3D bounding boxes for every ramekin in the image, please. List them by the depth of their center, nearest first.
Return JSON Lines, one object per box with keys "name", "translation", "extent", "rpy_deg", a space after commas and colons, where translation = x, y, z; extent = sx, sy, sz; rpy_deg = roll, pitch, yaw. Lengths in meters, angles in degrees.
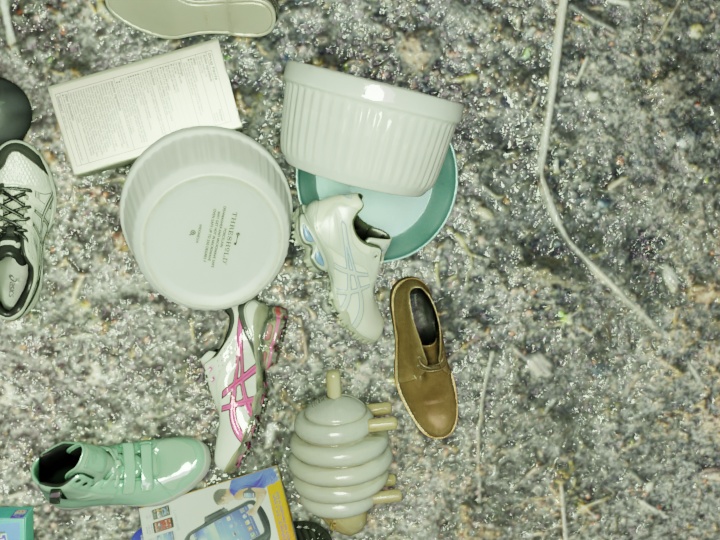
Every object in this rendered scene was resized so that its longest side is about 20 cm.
{"name": "ramekin", "translation": [0.006, -0.151, 1.007], "extent": [0.196, 0.200, 0.107], "rpy_deg": [12, 102, -8]}
{"name": "ramekin", "translation": [-0.167, -0.050, 1.039], "extent": [0.198, 0.095, 0.206], "rpy_deg": [-6, 117, -11]}

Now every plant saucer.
{"name": "plant saucer", "translation": [0.019, -0.112, 1.123], "extent": [0.195, 0.036, 0.205], "rpy_deg": [0, 93, -7]}

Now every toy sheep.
{"name": "toy sheep", "translation": [-0.021, 0.213, 1.095], "extent": [0.135, 0.138, 0.205], "rpy_deg": [-5, 98, -7]}

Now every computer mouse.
{"name": "computer mouse", "translation": [-0.468, -0.154, 1.049], "extent": [0.196, 0.053, 0.141], "rpy_deg": [-22, 96, -5]}

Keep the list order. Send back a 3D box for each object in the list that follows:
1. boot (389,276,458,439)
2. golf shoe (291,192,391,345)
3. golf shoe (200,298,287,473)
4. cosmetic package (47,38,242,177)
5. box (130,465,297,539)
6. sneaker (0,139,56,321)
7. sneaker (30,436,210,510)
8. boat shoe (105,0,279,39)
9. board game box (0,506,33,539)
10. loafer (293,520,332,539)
{"name": "boot", "translation": [0.078, 0.111, 1.127], "extent": [0.072, 0.075, 0.204], "rpy_deg": [-14, 97, -8]}
{"name": "golf shoe", "translation": [0.000, 0.000, 1.075], "extent": [0.096, 0.079, 0.202], "rpy_deg": [-22, 126, 9]}
{"name": "golf shoe", "translation": [-0.148, 0.133, 1.104], "extent": [0.090, 0.073, 0.204], "rpy_deg": [13, 82, -2]}
{"name": "cosmetic package", "translation": [-0.241, -0.183, 1.066], "extent": [0.196, 0.073, 0.106], "rpy_deg": [-16, 96, -6]}
{"name": "box", "translation": [-0.175, 0.318, 1.097], "extent": [0.196, 0.042, 0.121], "rpy_deg": [-16, 61, -7]}
{"name": "sneaker", "translation": [-0.381, -0.042, 1.044], "extent": [0.074, 0.088, 0.205], "rpy_deg": [1, 97, -14]}
{"name": "sneaker", "translation": [-0.271, 0.226, 1.061], "extent": [0.196, 0.119, 0.075], "rpy_deg": [-11, 67, -6]}
{"name": "boat shoe", "translation": [-0.191, -0.308, 1.080], "extent": [0.195, 0.058, 0.068], "rpy_deg": [5, 129, -4]}
{"name": "board game box", "translation": [-0.484, 0.357, 1.086], "extent": [0.195, 0.045, 0.156], "rpy_deg": [1, 93, -7]}
{"name": "loafer", "translation": [-0.121, 0.375, 1.130], "extent": [0.197, 0.073, 0.072], "rpy_deg": [-27, 140, -12]}
